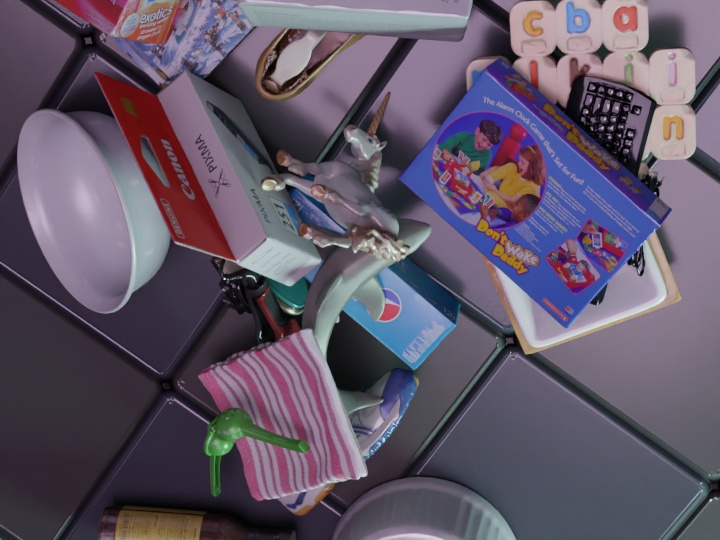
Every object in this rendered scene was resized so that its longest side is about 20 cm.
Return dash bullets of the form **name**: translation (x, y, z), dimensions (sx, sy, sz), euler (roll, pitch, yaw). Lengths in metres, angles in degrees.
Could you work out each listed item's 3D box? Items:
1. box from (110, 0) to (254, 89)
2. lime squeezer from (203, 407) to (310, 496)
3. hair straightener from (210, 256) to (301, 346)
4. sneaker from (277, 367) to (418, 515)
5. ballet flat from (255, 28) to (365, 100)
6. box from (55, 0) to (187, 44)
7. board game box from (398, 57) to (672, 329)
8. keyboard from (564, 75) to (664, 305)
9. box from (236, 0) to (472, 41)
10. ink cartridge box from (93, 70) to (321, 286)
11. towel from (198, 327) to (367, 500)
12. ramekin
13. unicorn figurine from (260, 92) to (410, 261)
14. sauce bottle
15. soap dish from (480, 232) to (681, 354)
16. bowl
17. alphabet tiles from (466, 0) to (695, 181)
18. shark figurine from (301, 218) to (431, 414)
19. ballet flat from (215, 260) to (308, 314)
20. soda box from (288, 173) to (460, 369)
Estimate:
- **box**: translation (-0.147, -0.271, 1.605), dimensions (0.137, 0.040, 0.200), euler (45, 108, -7)
- **lime squeezer**: translation (-0.117, 0.166, 1.665), dimensions (0.070, 0.038, 0.200), euler (36, 147, -14)
- **hair straightener**: translation (-0.105, 0.043, 1.643), dimensions (0.077, 0.200, 0.041), euler (17, 69, 27)
- **sneaker**: translation (-0.030, 0.154, 1.701), dimensions (0.088, 0.075, 0.200), euler (43, 112, -4)
- **ballet flat**: translation (-0.024, -0.228, 1.589), dimensions (0.069, 0.063, 0.200), euler (40, 108, -3)
- **box**: translation (-0.251, -0.291, 1.549), dimensions (0.200, 0.100, 0.096), euler (34, 104, 19)
- **board game box**: translation (0.150, -0.066, 1.509), dimensions (0.200, 0.045, 0.135), euler (42, 121, 5)
- **keyboard**: translation (0.213, -0.064, 1.522), dimensions (0.103, 0.040, 0.201), euler (13, 111, 4)
- **box**: translation (0.002, -0.309, 1.490), dimensions (0.199, 0.131, 0.200), euler (5, 90, 2)
- **ink cartridge box**: translation (-0.133, -0.092, 1.545), dimensions (0.045, 0.176, 0.201), euler (-38, 61, 18)
- **towel**: translation (-0.075, 0.141, 1.634), dimensions (0.200, 0.030, 0.147), euler (-22, 91, 56)
- **ramekin**: translation (0.059, 0.317, 1.731), dimensions (0.199, 0.098, 0.202), euler (2, 107, 7)
- **unicorn figurine**: translation (-0.014, -0.073, 1.560), dimensions (0.137, 0.201, 0.074), euler (8, 138, -39)
- **sauce bottle**: translation (-0.166, 0.277, 1.768), dimensions (0.199, 0.065, 0.065), euler (4, 108, 9)
- **soap dish**: translation (0.188, -0.040, 1.608), dimensions (0.157, 0.081, 0.201), euler (-21, 104, 14)
- **bowl**: translation (-0.235, -0.068, 1.636), dimensions (0.201, 0.090, 0.202), euler (32, 134, 40)
- **alphabet tiles**: translation (0.194, -0.143, 1.526), dimensions (0.199, 0.015, 0.197), euler (-2, 108, 9)
- **shark figurine**: translation (-0.025, 0.045, 1.592), dimensions (0.127, 0.090, 0.216), euler (17, 106, 4)
- **ballet flat**: translation (-0.127, -0.034, 1.670), dimensions (0.069, 0.070, 0.200), euler (-31, 102, 16)
- **soda box**: translation (0.000, 0.000, 1.655), dimensions (0.200, 0.068, 0.064), euler (41, 108, -6)
